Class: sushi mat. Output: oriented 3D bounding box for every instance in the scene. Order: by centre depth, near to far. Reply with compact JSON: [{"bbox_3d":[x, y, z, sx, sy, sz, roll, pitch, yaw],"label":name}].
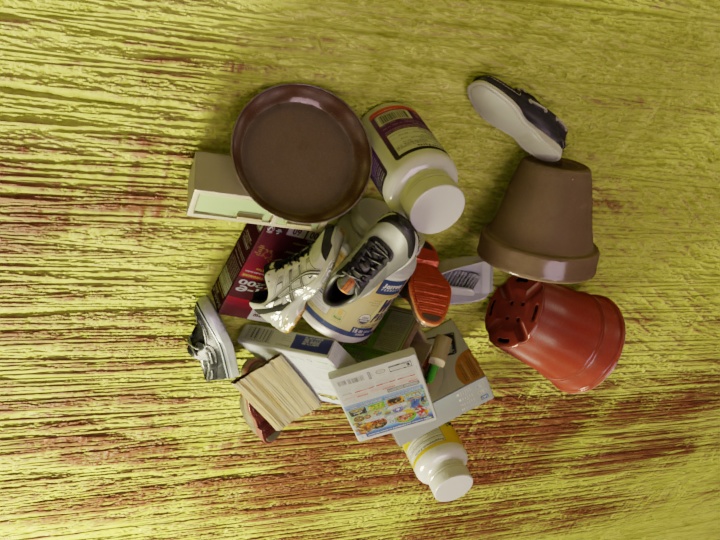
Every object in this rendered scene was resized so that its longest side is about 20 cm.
[{"bbox_3d":[-0.140,0.212,1.481,0.096,0.012,0.200,-32,142,-2],"label":"sushi mat"}]

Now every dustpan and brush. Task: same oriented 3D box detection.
[{"bbox_3d":[0.130,0.027,1.515,0.200,0.057,0.140,3,151,9],"label":"dustpan and brush"}]

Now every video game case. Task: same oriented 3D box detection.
[{"bbox_3d":[0.040,0.208,1.426,0.143,0.018,0.200,-17,137,3],"label":"video game case"}]

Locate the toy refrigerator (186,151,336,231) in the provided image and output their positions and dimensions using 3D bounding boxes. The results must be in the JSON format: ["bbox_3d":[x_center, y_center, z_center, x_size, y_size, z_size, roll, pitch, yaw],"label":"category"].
[{"bbox_3d":[-0.140,-0.107,1.226,0.200,0.070,0.076,6,153,-19],"label":"toy refrigerator"}]

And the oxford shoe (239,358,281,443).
[{"bbox_3d":[-0.192,0.225,1.534,0.070,0.075,0.200,-38,140,-35],"label":"oxford shoe"}]

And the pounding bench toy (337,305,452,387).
[{"bbox_3d":[0.082,0.160,1.499,0.124,0.200,0.156,-61,143,-26],"label":"pounding bench toy"}]

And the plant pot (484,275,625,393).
[{"bbox_3d":[0.351,0.105,1.618,0.195,0.201,0.201,25,116,-30],"label":"plant pot"}]

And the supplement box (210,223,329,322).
[{"bbox_3d":[-0.142,-0.014,1.354,0.109,0.061,0.200,12,124,-32],"label":"supplement box"}]

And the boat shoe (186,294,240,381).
[{"bbox_3d":[-0.248,0.123,1.419,0.071,0.072,0.200,-22,137,-12],"label":"boat shoe"}]

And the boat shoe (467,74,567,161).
[{"bbox_3d":[0.246,-0.244,1.330,0.200,0.074,0.060,32,71,-25],"label":"boat shoe"}]

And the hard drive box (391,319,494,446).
[{"bbox_3d":[0.123,0.208,1.614,0.200,0.156,0.077,-28,135,-1],"label":"hard drive box"}]

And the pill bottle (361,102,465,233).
[{"bbox_3d":[0.071,-0.145,1.237,0.111,0.200,0.112,-13,134,-14],"label":"pill bottle"}]

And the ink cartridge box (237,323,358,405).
[{"bbox_3d":[-0.079,0.166,1.473,0.200,0.199,0.041,53,54,-45],"label":"ink cartridge box"}]

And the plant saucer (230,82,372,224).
[{"bbox_3d":[-0.082,-0.159,1.193,0.200,0.201,0.032,-7,173,-19],"label":"plant saucer"}]

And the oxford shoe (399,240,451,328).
[{"bbox_3d":[0.100,0.034,1.415,0.071,0.200,0.073,14,126,-13],"label":"oxford shoe"}]

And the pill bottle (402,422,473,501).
[{"bbox_3d":[0.146,0.354,1.724,0.111,0.200,0.111,-13,134,-14],"label":"pill bottle"}]

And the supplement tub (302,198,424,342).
[{"bbox_3d":[0.000,0.000,1.374,0.144,0.144,0.200,13,123,-34],"label":"supplement tub"}]

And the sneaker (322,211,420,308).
[{"bbox_3d":[0.013,-0.006,1.218,0.079,0.074,0.200,-43,177,-47],"label":"sneaker"}]

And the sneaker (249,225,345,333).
[{"bbox_3d":[-0.098,0.005,1.287,0.088,0.076,0.200,32,116,-6],"label":"sneaker"}]

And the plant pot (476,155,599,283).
[{"bbox_3d":[0.304,-0.094,1.427,0.200,0.200,0.175,-2,111,-24],"label":"plant pot"}]
